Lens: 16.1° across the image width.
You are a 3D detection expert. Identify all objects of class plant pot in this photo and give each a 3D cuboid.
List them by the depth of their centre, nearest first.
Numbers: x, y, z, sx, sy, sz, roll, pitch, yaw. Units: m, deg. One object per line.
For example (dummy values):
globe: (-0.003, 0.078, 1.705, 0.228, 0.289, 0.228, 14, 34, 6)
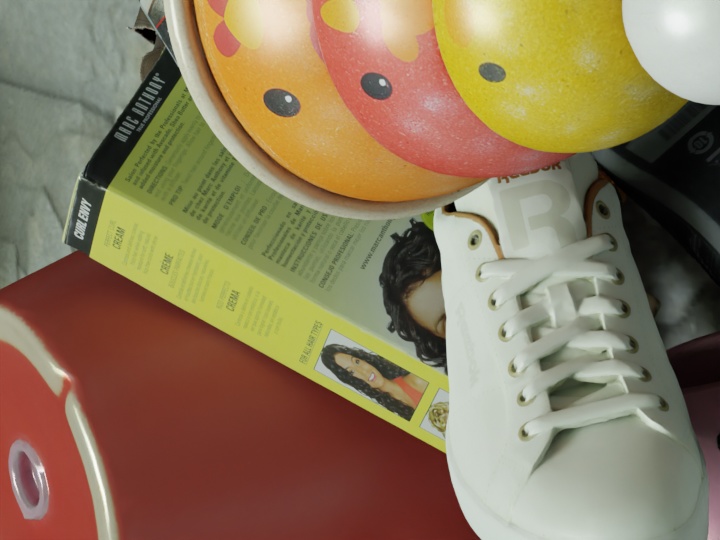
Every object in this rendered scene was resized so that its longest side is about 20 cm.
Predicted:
plant pot: (-0.052, 0.060, 0.977, 0.200, 0.176, 0.202, 32, 129, 49)

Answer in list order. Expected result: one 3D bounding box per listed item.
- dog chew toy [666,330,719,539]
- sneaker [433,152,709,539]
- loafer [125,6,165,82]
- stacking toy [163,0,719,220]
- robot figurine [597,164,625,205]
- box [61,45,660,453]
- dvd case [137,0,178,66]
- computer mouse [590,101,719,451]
dog chew toy: (0.146, 0.121, 0.834, 0.124, 0.124, 0.201, 2, 114, 63)
sneaker: (0.053, 0.016, 0.772, 0.200, 0.072, 0.085, -109, 8, -57)
loafer: (-0.046, -0.080, 1.013, 0.071, 0.073, 0.200, -53, 24, 11)
stacking toy: (0.049, -0.079, 0.673, 0.200, 0.145, 0.147, 12, 114, 58)
robot figurine: (0.052, -0.041, 0.998, 0.146, 0.058, 0.200, 69, 154, 12)
box: (0.000, 0.000, 0.894, 0.199, 0.076, 0.050, 27, 147, 3)
dvd case: (-0.063, -0.146, 0.943, 0.022, 0.146, 0.201, -45, 64, 24)
computer mouse: (0.137, -0.022, 0.799, 0.053, 0.138, 0.200, 48, -174, -42)
